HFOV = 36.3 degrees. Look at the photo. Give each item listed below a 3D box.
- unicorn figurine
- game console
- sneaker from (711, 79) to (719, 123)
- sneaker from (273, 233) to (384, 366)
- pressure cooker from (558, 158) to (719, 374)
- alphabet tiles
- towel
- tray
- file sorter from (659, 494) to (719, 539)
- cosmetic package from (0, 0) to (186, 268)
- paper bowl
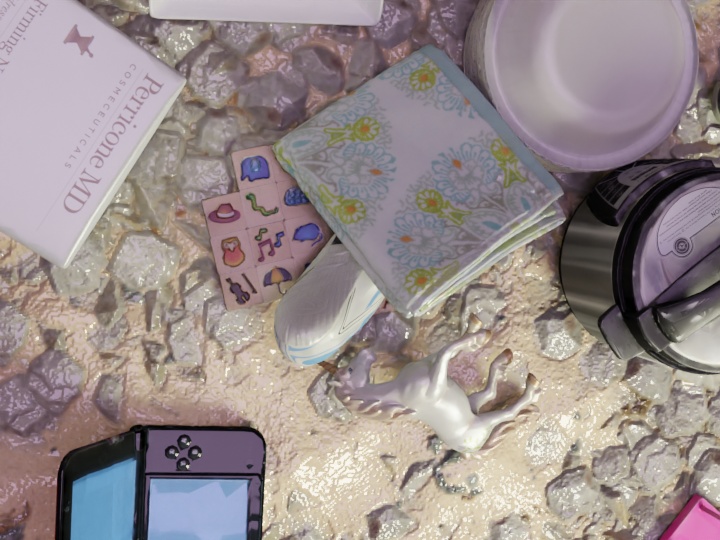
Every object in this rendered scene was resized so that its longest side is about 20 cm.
[{"bbox_3d":[0.067,0.102,0.959,0.137,0.074,0.200,-43,107,5],"label":"unicorn figurine"},{"bbox_3d":[-0.160,0.236,0.902,0.171,0.119,0.201,3,94,-12],"label":"game console"},{"bbox_3d":[0.430,-0.149,1.002,0.199,0.106,0.075,7,93,-12],"label":"sneaker"},{"bbox_3d":[0.000,0.000,0.946,0.072,0.073,0.200,40,72,16],"label":"sneaker"},{"bbox_3d":[0.281,-0.003,0.935,0.178,0.200,0.177,13,92,-12],"label":"pressure cooker"},{"bbox_3d":[-0.032,-0.035,0.965,0.199,0.008,0.168,-13,97,-10],"label":"alphabet tiles"},{"bbox_3d":[0.051,-0.077,0.917,0.171,0.048,0.200,-33,72,-16],"label":"towel"},{"bbox_3d":[-0.075,-0.259,0.912,0.199,0.022,0.108,0,129,-12],"label":"tray"},{"bbox_3d":[0.322,0.340,1.007,0.139,0.125,0.200,41,86,-11],"label":"file sorter"},{"bbox_3d":[-0.261,-0.129,0.828,0.200,0.166,0.168,34,87,-13],"label":"cosmetic package"},{"bbox_3d":[0.198,-0.186,0.953,0.200,0.104,0.202,-1,93,-12],"label":"paper bowl"}]
